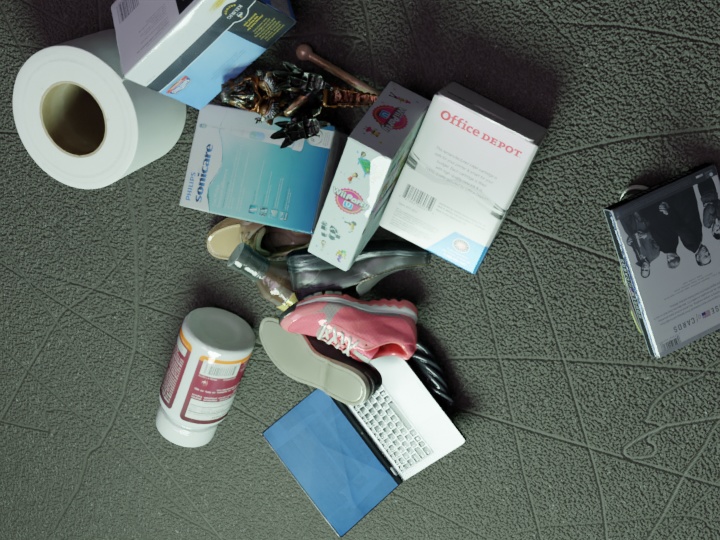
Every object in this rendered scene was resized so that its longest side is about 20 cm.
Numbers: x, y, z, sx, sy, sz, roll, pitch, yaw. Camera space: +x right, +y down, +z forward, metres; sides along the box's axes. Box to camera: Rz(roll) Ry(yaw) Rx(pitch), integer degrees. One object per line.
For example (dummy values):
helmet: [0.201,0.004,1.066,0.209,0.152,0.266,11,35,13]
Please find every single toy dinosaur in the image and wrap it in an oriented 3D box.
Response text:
toy dinosaur: [-0.079,-0.229,1.375,0.200,0.136,0.102,-18,108,3]

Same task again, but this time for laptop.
laptop: [0.006,0.235,1.512,0.200,0.116,0.187,-38,90,28]

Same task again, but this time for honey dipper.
honey dipper: [0.000,-0.247,1.418,0.200,0.038,0.038,33,120,11]

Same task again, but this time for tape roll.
tape roll: [-0.366,-0.230,1.509,0.202,0.139,0.203,9,115,19]

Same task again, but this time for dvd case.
dvd case: [0.395,-0.012,1.313,0.150,0.025,0.200,-24,105,-11]

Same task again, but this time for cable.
cable: [0.045,0.156,1.564,0.200,0.051,0.163,12,111,20]

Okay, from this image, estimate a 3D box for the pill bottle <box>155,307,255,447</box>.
pill bottle: [-0.242,0.166,1.639,0.114,0.114,0.200,29,119,9]

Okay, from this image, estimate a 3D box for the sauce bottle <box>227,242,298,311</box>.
sauce bottle: [-0.096,0.028,1.513,0.200,0.065,0.065,35,123,-23]

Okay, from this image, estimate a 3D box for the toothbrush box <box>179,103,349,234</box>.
toothbrush box: [-0.129,-0.136,1.455,0.200,0.085,0.147,11,90,16]

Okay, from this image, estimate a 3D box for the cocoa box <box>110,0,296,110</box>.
cocoa box: [-0.204,-0.330,1.380,0.200,0.131,0.134,-35,56,30]

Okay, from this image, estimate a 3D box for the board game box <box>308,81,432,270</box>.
board game box: [0.012,-0.119,1.370,0.064,0.148,0.200,28,134,5]

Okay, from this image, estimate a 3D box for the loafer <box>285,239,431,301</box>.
loafer: [0.000,0.000,1.474,0.200,0.073,0.072,-5,100,2]

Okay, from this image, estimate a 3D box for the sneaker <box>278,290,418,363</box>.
sneaker: [-0.011,0.082,1.456,0.200,0.087,0.074,3,148,-17]

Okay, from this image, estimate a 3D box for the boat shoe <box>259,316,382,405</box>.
boat shoe: [-0.056,0.122,1.503,0.200,0.063,0.073,30,118,27]

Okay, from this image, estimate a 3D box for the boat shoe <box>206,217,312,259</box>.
boat shoe: [-0.143,-0.049,1.537,0.200,0.065,0.071,-11,107,25]

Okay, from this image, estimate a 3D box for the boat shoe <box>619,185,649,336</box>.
boat shoe: [0.365,-0.007,1.351,0.072,0.061,0.201,-8,107,35]

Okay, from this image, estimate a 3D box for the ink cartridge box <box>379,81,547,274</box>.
ink cartridge box: [0.133,-0.121,1.385,0.146,0.084,0.200,29,118,8]
